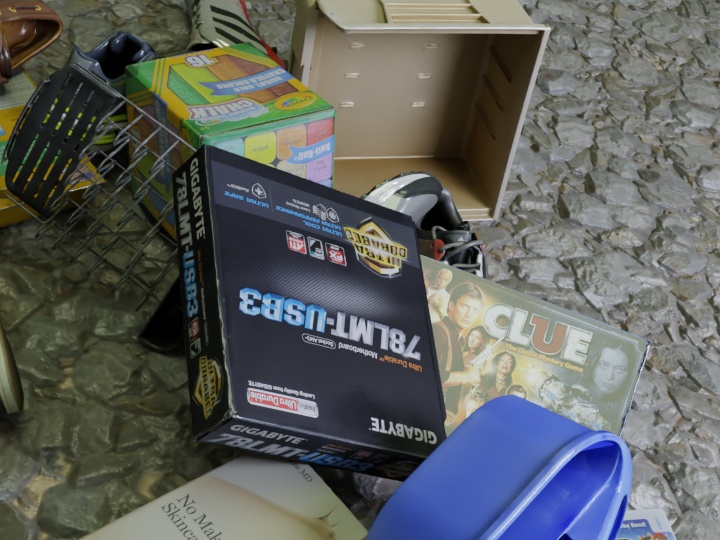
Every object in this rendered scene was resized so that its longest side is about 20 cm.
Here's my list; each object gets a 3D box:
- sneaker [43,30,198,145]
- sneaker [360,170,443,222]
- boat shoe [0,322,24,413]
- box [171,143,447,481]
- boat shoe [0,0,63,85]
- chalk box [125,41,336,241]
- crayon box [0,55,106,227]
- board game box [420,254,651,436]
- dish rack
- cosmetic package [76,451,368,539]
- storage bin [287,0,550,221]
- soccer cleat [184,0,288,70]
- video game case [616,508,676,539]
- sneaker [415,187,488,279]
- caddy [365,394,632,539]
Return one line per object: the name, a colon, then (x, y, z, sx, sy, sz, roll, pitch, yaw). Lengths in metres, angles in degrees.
sneaker: (-0.191, -0.170, 1.126, 0.074, 0.081, 0.200, 34, 33, 16)
sneaker: (0.000, 0.000, 1.024, 0.079, 0.074, 0.200, 41, 72, 13)
boat shoe: (-0.301, 0.036, 0.935, 0.065, 0.072, 0.201, -20, 49, -18)
box: (-0.032, 0.033, 0.872, 0.199, 0.050, 0.200, 18, 50, -39)
boat shoe: (-0.331, -0.190, 1.093, 0.067, 0.073, 0.200, 22, 39, 14)
chalk box: (-0.099, -0.088, 1.048, 0.123, 0.125, 0.200, -16, 35, -29)
crayon box: (-0.316, -0.100, 1.091, 0.125, 0.052, 0.200, -18, 49, -30)
board game box: (0.103, 0.082, 0.962, 0.198, 0.035, 0.137, 20, 69, 8)
dish rack: (-0.182, -0.052, 0.964, 0.199, 0.154, 0.055, 37, 30, -3)
cosmetic package: (-0.103, 0.197, 0.797, 0.199, 0.074, 0.103, -26, 53, -34)
storage bin: (0.037, -0.148, 1.120, 0.196, 0.201, 0.094, -3, 42, -17)
soccer cleat: (-0.145, -0.235, 1.274, 0.084, 0.069, 0.201, -11, 51, -31)
video game case: (0.172, 0.248, 0.851, 0.141, 0.018, 0.201, -1, 43, -14)
sneaker: (0.072, 0.010, 1.041, 0.076, 0.082, 0.201, -3, 45, -18)
caddy: (0.093, 0.176, 0.796, 0.104, 0.142, 0.200, 27, 58, 37)
